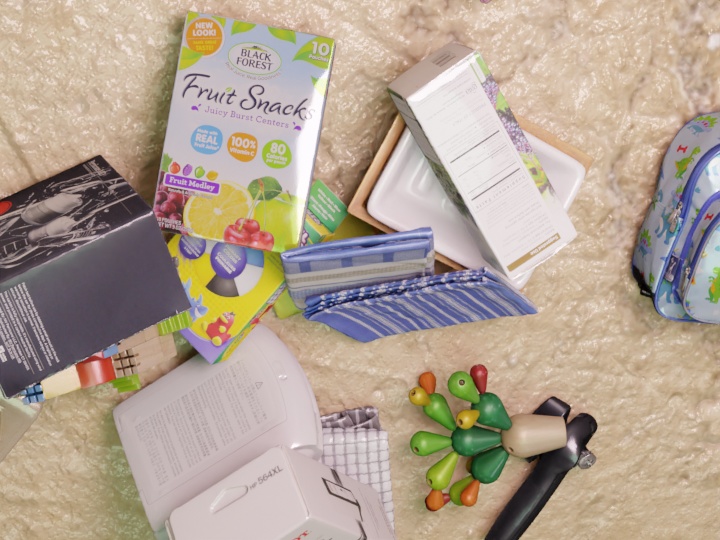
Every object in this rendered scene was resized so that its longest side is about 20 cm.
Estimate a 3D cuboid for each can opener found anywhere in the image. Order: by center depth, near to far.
[{"bbox_3d":[0.195,0.233,1.609,0.063,0.078,0.202,-3,126,-49],"label":"can opener"}]

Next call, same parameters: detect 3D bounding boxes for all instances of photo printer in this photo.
[{"bbox_3d":[-0.138,0.159,1.469,0.199,0.167,0.069,-33,146,7],"label":"photo printer"}]

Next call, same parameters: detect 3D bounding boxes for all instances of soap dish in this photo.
[{"bbox_3d":[0.104,-0.086,1.422,0.198,0.081,0.159,27,98,-17],"label":"soap dish"}]

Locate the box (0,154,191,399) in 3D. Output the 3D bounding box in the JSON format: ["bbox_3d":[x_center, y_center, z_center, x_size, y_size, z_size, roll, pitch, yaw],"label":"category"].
[{"bbox_3d":[-0.276,-0.002,1.333,0.181,0.200,0.105,-26,117,-15],"label":"box"}]

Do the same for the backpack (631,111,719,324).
[{"bbox_3d":[0.383,-0.044,1.455,0.180,0.147,0.203,6,110,-13],"label":"backpack"}]

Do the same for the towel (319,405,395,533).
[{"bbox_3d":[-0.045,0.244,1.561,0.163,0.086,0.203,-5,111,2],"label":"towel"}]

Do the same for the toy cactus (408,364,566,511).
[{"bbox_3d":[0.132,0.174,1.545,0.163,0.103,0.202,-4,122,-2],"label":"toy cactus"}]

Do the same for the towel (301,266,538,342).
[{"bbox_3d":[0.058,0.039,1.433,0.198,0.024,0.145,-10,161,24],"label":"towel"}]

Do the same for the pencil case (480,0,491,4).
[{"bbox_3d":[0.171,-0.326,1.336,0.199,0.087,0.083,-30,83,6],"label":"pencil case"}]

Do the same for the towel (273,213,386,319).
[{"bbox_3d":[-0.007,-0.024,1.484,0.198,0.018,0.087,-22,110,3],"label":"towel"}]

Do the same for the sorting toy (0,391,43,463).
[{"bbox_3d":[-0.451,0.160,1.494,0.184,0.037,0.201,35,105,-20],"label":"sorting toy"}]

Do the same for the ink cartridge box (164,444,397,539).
[{"bbox_3d":[-0.071,0.260,1.422,0.145,0.085,0.200,-34,148,14],"label":"ink cartridge box"}]

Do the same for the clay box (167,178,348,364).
[{"bbox_3d":[-0.115,-0.021,1.426,0.115,0.048,0.200,43,105,10],"label":"clay box"}]

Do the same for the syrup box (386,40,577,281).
[{"bbox_3d":[0.111,-0.099,1.336,0.081,0.079,0.201,-33,109,-2],"label":"syrup box"}]

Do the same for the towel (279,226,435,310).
[{"bbox_3d":[0.000,0.000,1.394,0.145,0.200,0.024,-8,76,0],"label":"towel"}]

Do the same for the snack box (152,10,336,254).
[{"bbox_3d":[-0.108,-0.124,1.356,0.140,0.053,0.203,11,92,-1],"label":"snack box"}]

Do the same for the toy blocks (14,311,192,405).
[{"bbox_3d":[-0.275,0.084,1.398,0.198,0.136,0.101,-12,95,24],"label":"toy blocks"}]
